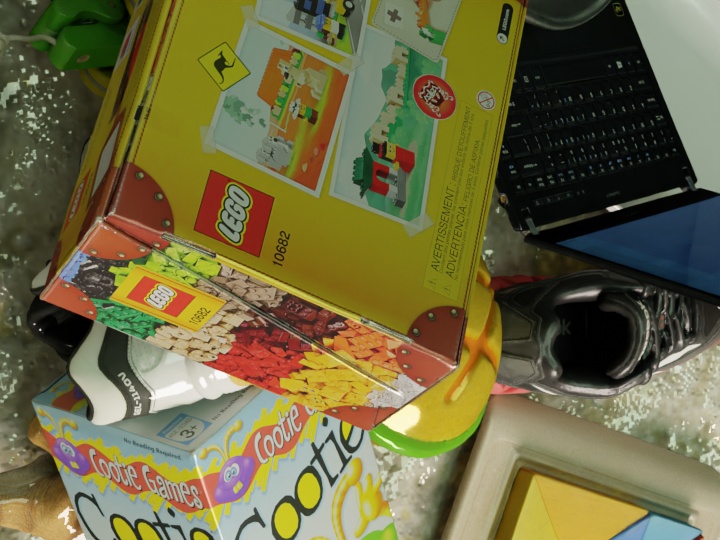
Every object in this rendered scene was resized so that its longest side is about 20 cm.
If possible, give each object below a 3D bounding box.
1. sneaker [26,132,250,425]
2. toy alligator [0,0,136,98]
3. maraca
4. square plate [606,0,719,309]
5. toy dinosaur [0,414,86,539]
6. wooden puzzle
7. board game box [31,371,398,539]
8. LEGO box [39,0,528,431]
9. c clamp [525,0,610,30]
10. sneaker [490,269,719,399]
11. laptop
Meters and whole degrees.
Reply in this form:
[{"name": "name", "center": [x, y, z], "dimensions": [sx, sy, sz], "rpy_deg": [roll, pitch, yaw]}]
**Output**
[{"name": "sneaker", "center": [-0.111, -0.006, 0.796], "dimensions": [0.087, 0.200, 0.076], "rpy_deg": [-22, 123, -8]}, {"name": "toy alligator", "center": [-0.117, -0.118, 0.842], "dimensions": [0.199, 0.059, 0.055], "rpy_deg": [-4, 57, -46]}, {"name": "maraca", "center": [0.000, 0.000, 0.903], "dimensions": [0.137, 0.107, 0.201], "rpy_deg": [-27, 88, -53]}, {"name": "square plate", "center": [0.189, -0.074, 1.006], "dimensions": [0.200, 0.028, 0.199], "rpy_deg": [38, 50, -23]}, {"name": "toy dinosaur", "center": [-0.146, 0.104, 0.853], "dimensions": [0.198, 0.060, 0.107], "rpy_deg": [6, 93, -29]}, {"name": "wooden puzzle", "center": [0.119, 0.187, 1.021], "dimensions": [0.184, 0.037, 0.202], "rpy_deg": [21, 84, -29]}, {"name": "board game box", "center": [-0.055, 0.122, 0.839], "dimensions": [0.105, 0.102, 0.201], "rpy_deg": [-42, 130, -37]}, {"name": "LEGO box", "center": [-0.024, -0.060, 0.721], "dimensions": [0.148, 0.077, 0.201], "rpy_deg": [24, 58, -17]}, {"name": "c clamp", "center": [0.094, -0.209, 0.810], "dimensions": [0.170, 0.027, 0.202], "rpy_deg": [1, 112, -47]}, {"name": "sneaker", "center": [0.147, 0.030, 0.990], "dimensions": [0.199, 0.098, 0.072], "rpy_deg": [-7, 96, -30]}, {"name": "laptop", "center": [0.147, -0.071, 0.864], "dimensions": [0.177, 0.103, 0.201], "rpy_deg": [-14, 81, -51]}]
